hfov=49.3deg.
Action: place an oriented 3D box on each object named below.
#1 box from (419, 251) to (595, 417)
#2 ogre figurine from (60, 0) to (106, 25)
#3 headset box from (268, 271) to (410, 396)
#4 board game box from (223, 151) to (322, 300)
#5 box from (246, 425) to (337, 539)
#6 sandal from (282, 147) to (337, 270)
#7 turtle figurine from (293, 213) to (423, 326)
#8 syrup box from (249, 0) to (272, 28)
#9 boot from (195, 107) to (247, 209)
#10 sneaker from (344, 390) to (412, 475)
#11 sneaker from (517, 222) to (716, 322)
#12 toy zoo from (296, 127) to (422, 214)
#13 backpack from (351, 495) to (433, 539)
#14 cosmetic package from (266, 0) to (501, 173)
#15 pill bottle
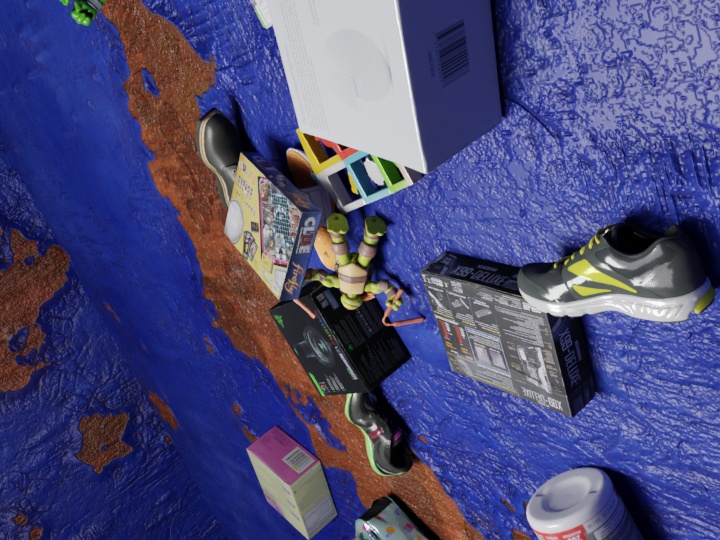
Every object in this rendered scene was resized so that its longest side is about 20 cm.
[{"bbox_3d":[0.171,0.071,0.929,0.199,0.050,0.159,15,133,51],"label":"box"},{"bbox_3d":[-0.432,-0.492,1.200,0.201,0.119,0.098,57,156,-1],"label":"ogre figurine"},{"bbox_3d":[-0.042,0.101,1.251,0.175,0.092,0.200,59,153,-6],"label":"headset box"},{"bbox_3d":[-0.130,-0.067,1.117,0.200,0.034,0.136,45,127,44],"label":"board game box"},{"bbox_3d":[-0.162,0.505,1.873,0.175,0.096,0.201,26,140,43],"label":"box"},{"bbox_3d":[-0.075,-0.077,1.147,0.079,0.059,0.208,22,137,46],"label":"sandal"},{"bbox_3d":[0.000,0.000,1.092,0.198,0.065,0.162,13,129,9],"label":"turtle figurine"},{"bbox_3d":[-0.107,-0.381,0.850,0.081,0.079,0.201,-8,113,60],"label":"syrup box"},{"bbox_3d":[-0.169,-0.150,1.218,0.138,0.078,0.201,30,155,32],"label":"boot"},{"bbox_3d":[0.038,0.266,1.343,0.083,0.077,0.201,-5,121,39],"label":"sneaker"},{"bbox_3d":[0.232,-0.007,0.741,0.199,0.074,0.085,1,116,47],"label":"sneaker"},{"bbox_3d":[-0.014,-0.147,1.005,0.199,0.020,0.132,-15,107,57],"label":"toy zoo"},{"bbox_3d":[0.073,0.566,1.516,0.199,0.153,0.177,32,140,26],"label":"backpack"},{"bbox_3d":[0.019,-0.229,0.767,0.199,0.123,0.201,25,140,42],"label":"cosmetic package"},{"bbox_3d":[0.299,0.357,0.966,0.201,0.114,0.114,59,152,-7],"label":"pill bottle"}]
